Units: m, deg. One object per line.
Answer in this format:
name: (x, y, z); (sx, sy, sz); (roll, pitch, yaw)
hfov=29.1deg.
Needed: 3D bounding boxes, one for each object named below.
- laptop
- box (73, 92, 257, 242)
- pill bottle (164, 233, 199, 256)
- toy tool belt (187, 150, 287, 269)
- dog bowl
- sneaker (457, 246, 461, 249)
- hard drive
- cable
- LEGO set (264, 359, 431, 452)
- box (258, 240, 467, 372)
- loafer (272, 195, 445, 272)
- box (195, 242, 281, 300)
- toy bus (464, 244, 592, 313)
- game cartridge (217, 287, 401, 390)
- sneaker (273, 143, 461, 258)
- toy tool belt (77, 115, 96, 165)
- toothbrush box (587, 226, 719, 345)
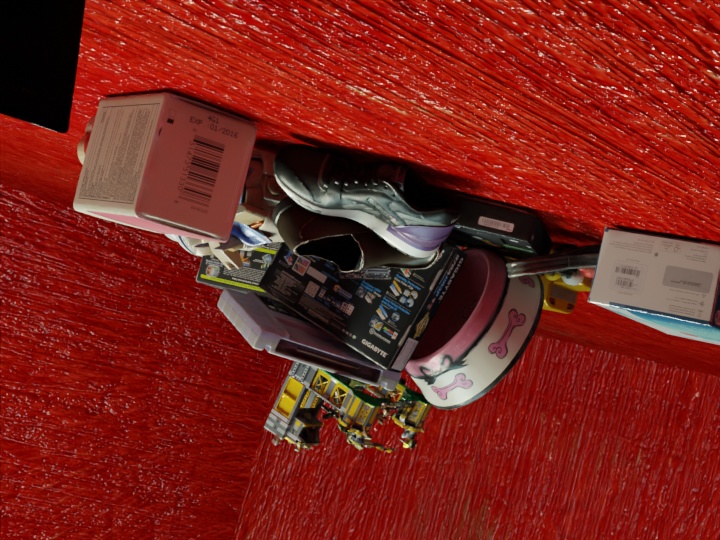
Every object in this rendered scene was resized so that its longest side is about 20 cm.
laptop: (-0.297, -0.173, 0.963); (0.186, 0.117, 0.200); (17, 175, -24)
box: (-0.208, -0.107, 1.453); (0.108, 0.129, 0.200); (16, 177, -29)
pill bottle: (-0.193, -0.074, 1.927); (0.119, 0.121, 0.199); (18, 176, -40)
toy tool belt: (-0.144, -0.067, 1.565); (0.122, 0.126, 0.199); (-19, -175, -38)
dog bowl: (0.120, 0.059, 1.634); (0.074, 0.201, 0.200); (38, 167, -23)
sneaker: (0.027, 0.001, 1.763); (0.199, 0.070, 0.100); (-23, -163, 29)
hard drive: (0.143, -0.049, 1.597); (0.139, 0.038, 0.200); (14, 175, 16)
cable: (0.232, 0.001, 1.560); (0.096, 0.051, 0.200); (-1, -173, 25)
LEGO set: (-0.017, 0.179, 1.644); (0.153, 0.117, 0.200); (29, -169, 20)
box: (0.000, 0.000, 1.601); (0.199, 0.160, 0.046); (31, -177, 24)
loafer: (0.000, -0.025, 1.487); (0.198, 0.072, 0.073); (8, 141, -22)
box: (-0.104, -0.043, 1.735); (0.199, 0.162, 0.044); (11, 175, 38)
toy bus: (0.218, 0.005, 1.771); (0.065, 0.079, 0.199); (18, 175, -42)
game cartridge: (-0.060, 0.077, 1.619); (0.199, 0.039, 0.130); (20, -164, -32)
sneaker: (0.011, -0.093, 1.429); (0.199, 0.076, 0.088); (23, 145, -10)
toy tool belt: (-0.274, -0.115, 1.669); (0.199, 0.126, 0.122); (19, 166, -40)
toothbrush box: (0.357, 0.025, 1.481); (0.146, 0.086, 0.199); (12, 176, 38)
